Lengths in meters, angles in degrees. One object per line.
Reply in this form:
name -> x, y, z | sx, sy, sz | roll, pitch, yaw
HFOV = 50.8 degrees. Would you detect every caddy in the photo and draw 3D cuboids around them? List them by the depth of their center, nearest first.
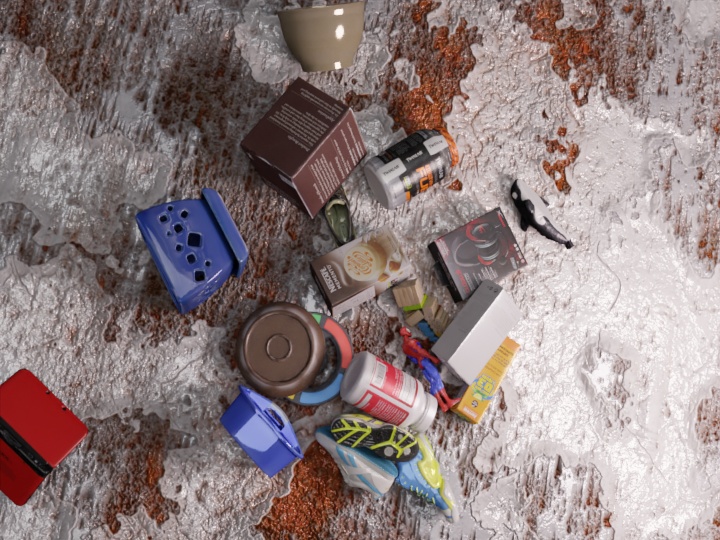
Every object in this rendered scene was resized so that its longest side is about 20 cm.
caddy -> -0.200, 0.327, 1.570 | 0.105, 0.141, 0.201 | -42, 90, -6

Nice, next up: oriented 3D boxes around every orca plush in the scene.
orca plush -> 0.410, -0.116, 1.767 | 0.199, 0.071, 0.106 | 43, 34, -5

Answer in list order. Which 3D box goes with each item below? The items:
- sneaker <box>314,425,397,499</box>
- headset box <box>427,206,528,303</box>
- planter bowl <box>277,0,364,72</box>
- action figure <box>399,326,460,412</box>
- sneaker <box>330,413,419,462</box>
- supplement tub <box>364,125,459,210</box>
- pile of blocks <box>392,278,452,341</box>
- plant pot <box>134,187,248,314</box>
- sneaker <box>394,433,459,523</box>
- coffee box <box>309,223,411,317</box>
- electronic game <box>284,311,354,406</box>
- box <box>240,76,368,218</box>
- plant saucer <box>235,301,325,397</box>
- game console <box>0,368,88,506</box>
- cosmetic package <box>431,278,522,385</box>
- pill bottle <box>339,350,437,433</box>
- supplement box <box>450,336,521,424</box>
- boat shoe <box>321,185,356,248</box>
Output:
sneaker -> -0.020, 0.407, 1.615 | 0.198, 0.076, 0.082 | 34, 104, 8
headset box -> 0.255, -0.029, 1.713 | 0.196, 0.075, 0.152 | -26, 87, -11
planter bowl -> -0.081, -0.519, 1.692 | 0.194, 0.201, 0.138 | -9, 111, -9
action figure -> 0.147, 0.211, 1.668 | 0.051, 0.066, 0.202 | -31, 78, -22
sneaker -> 0.033, 0.342, 1.602 | 0.195, 0.077, 0.077 | 21, 101, -7
supplement tub -> 0.116, -0.234, 1.700 | 0.197, 0.123, 0.124 | -32, 87, -10
pile of blocks -> 0.153, 0.096, 1.699 | 0.201, 0.082, 0.062 | 48, 36, -8
plant pot -> -0.341, -0.046, 1.578 | 0.177, 0.200, 0.203 | -28, 86, -16
sneaker -> 0.135, 0.461, 1.638 | 0.103, 0.076, 0.204 | -25, 79, 2
coffee box -> 0.000, 0.000, 1.662 | 0.196, 0.080, 0.116 | -27, 71, -11
electronic game -> -0.109, 0.192, 1.650 | 0.194, 0.042, 0.206 | 1, 82, -7
box -> -0.117, -0.263, 1.625 | 0.165, 0.165, 0.201 | 35, 78, 26
plant saucer -> -0.173, 0.166, 1.618 | 0.194, 0.032, 0.206 | 0, 79, 1
game console -> -0.698, 0.343, 1.561 | 0.200, 0.119, 0.173 | 43, 110, 1
cosmetic package -> 0.253, 0.133, 1.644 | 0.201, 0.074, 0.102 | -49, 124, -7
pill bottle -> 0.063, 0.265, 1.619 | 0.197, 0.112, 0.114 | 30, 79, -16
supplement box -> 0.278, 0.238, 1.684 | 0.066, 0.069, 0.203 | 31, 81, -2
boat shoe -> -0.056, -0.146, 1.691 | 0.070, 0.066, 0.206 | -18, 84, -7
